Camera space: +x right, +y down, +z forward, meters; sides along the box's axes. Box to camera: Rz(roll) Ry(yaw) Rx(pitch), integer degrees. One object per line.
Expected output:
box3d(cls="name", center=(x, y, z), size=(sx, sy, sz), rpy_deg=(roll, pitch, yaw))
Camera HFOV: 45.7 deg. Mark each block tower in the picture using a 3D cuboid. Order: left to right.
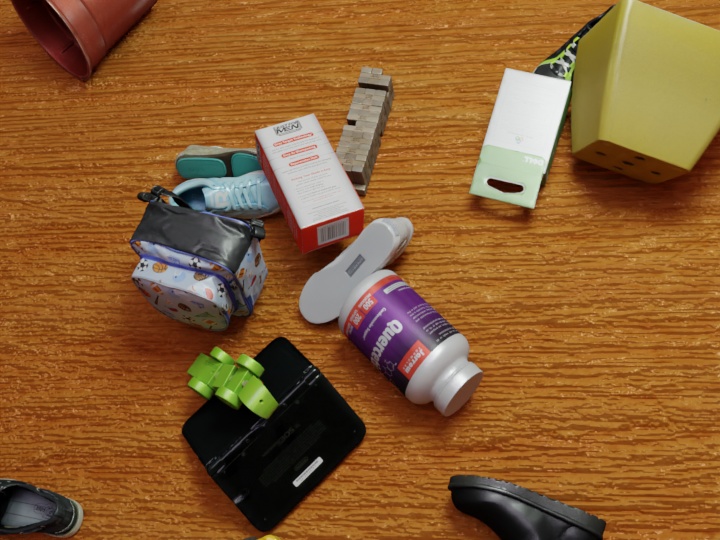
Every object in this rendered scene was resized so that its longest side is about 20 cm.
box3d(cls="block tower", center=(0.005, -0.222, 1.347), size=(0.053, 0.058, 0.204), rpy_deg=(9, 68, 15))

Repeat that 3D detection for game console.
box3d(cls="game console", center=(-0.121, 0.221, 1.183), size=(0.200, 0.116, 0.176), rpy_deg=(-42, 95, -10))

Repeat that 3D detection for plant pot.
box3d(cls="plant pot", center=(-0.469, -0.474, 1.484), size=(0.199, 0.202, 0.195), rpy_deg=(34, 66, 22))
box3d(cls="plant pot", center=(0.399, -0.233, 1.195), size=(0.196, 0.200, 0.180), rpy_deg=(19, 87, -2))

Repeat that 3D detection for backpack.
box3d(cls="backpack", center=(-0.220, -0.001, 1.210), size=(0.197, 0.191, 0.156), rpy_deg=(19, 74, 18))

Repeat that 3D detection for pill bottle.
box3d(cls="pill bottle", center=(0.069, 0.099, 1.153), size=(0.112, 0.113, 0.200), rpy_deg=(-43, 65, -11))

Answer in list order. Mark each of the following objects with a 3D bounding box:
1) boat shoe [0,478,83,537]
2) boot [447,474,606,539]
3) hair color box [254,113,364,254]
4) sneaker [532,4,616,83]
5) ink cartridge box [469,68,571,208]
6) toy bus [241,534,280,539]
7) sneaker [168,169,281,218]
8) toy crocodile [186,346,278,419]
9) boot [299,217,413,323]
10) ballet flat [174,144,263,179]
box3d(cls="boat shoe", center=(-0.483, 0.324, 1.171), size=(0.195, 0.066, 0.076), rpy_deg=(11, 67, 15))
box3d(cls="boot", center=(0.187, 0.349, 1.034), size=(0.207, 0.080, 0.160), rpy_deg=(16, 69, 16))
box3d(cls="hair color box", center=(-0.076, -0.130, 1.246), size=(0.100, 0.062, 0.202), rpy_deg=(-18, 57, -13))
box3d(cls="sneaker", center=(0.340, -0.348, 1.331), size=(0.199, 0.083, 0.072), rpy_deg=(-40, 64, -8))
box3d(cls="ink cartridge box", center=(0.241, -0.191, 1.280), size=(0.102, 0.059, 0.204), rpy_deg=(15, 82, 16))
box3d(cls="toy bus", center=(-0.174, 0.400, 1.013), size=(0.198, 0.193, 0.137), rpy_deg=(-31, 62, -7))
box3d(cls="sneaker", center=(-0.201, -0.108, 1.305), size=(0.196, 0.082, 0.075), rpy_deg=(-6, 105, 16))
box3d(cls="toy crocodile", center=(-0.179, 0.153, 1.171), size=(0.198, 0.062, 0.068), rpy_deg=(7, 57, 52))
box3d(cls="boot", center=(0.000, 0.000, 1.236), size=(0.200, 0.095, 0.074), rpy_deg=(-42, 79, 25))
box3d(cls="ballet flat", center=(-0.200, -0.175, 1.360), size=(0.196, 0.068, 0.063), rpy_deg=(8, 38, 11))
